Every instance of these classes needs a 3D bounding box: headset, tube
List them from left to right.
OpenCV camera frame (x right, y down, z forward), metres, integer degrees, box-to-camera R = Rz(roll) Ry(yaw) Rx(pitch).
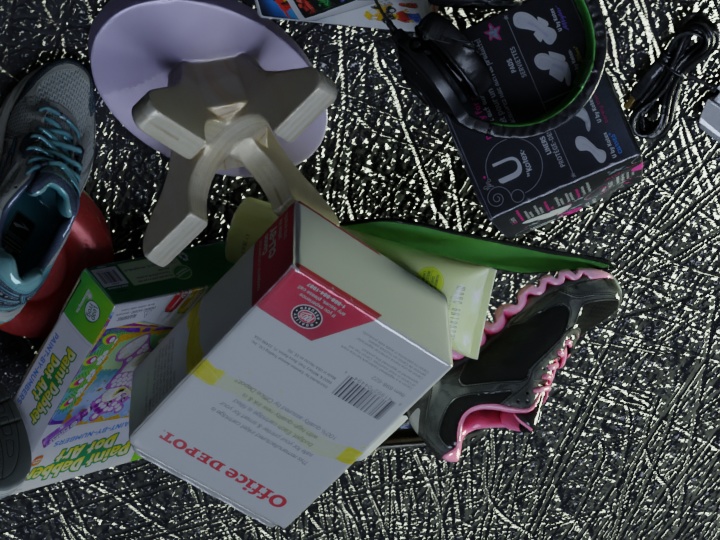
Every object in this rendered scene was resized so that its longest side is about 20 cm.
[{"bbox_3d":[0.000,0.000,1.799,0.199,0.052,0.058,19,163,13],"label":"tube"},{"bbox_3d":[0.063,-0.161,1.586,0.199,0.094,0.124,21,91,-5],"label":"headset"}]

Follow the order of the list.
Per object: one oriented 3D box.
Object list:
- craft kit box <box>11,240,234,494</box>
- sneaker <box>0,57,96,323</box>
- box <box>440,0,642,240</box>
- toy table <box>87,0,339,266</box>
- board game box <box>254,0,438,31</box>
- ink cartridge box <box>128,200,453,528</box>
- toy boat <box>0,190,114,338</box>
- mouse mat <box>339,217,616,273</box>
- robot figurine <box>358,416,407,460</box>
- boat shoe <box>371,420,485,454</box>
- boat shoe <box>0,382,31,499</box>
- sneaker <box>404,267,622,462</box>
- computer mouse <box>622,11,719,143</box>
[{"bbox_3d":[-0.167,0.069,1.850,0.199,0.049,0.198,-13,145,-50],"label":"craft kit box"},{"bbox_3d":[-0.213,-0.059,1.691,0.077,0.201,0.086,26,154,-25],"label":"sneaker"},{"bbox_3d":[0.120,-0.106,1.726,0.114,0.133,0.200,-24,175,4],"label":"box"},{"bbox_3d":[-0.098,-0.101,1.737,0.199,0.117,0.184,19,123,-31],"label":"toy table"},{"bbox_3d":[-0.021,-0.234,1.633,0.125,0.035,0.200,7,149,13],"label":"board game box"},{"bbox_3d":[-0.052,0.070,1.757,0.145,0.084,0.200,32,120,-24],"label":"ink cartridge box"},{"bbox_3d":[-0.266,-0.009,1.756,0.199,0.131,0.131,26,119,-33],"label":"toy boat"},{"bbox_3d":[0.072,-0.018,1.856,0.199,0.161,0.008,12,83,-25],"label":"mouse mat"},{"bbox_3d":[-0.021,0.078,1.902,0.200,0.113,0.170,-39,126,1],"label":"robot figurine"},{"bbox_3d":[0.007,0.114,1.991,0.200,0.060,0.072,-7,133,-10],"label":"boat shoe"},{"bbox_3d":[-0.312,0.098,1.804,0.074,0.202,0.065,-28,150,-39],"label":"boat shoe"},{"bbox_3d":[0.118,0.074,1.833,0.199,0.096,0.079,-30,154,-11],"label":"sneaker"},{"bbox_3d":[0.300,-0.121,1.886,0.199,0.044,0.110,17,122,-28],"label":"computer mouse"}]
